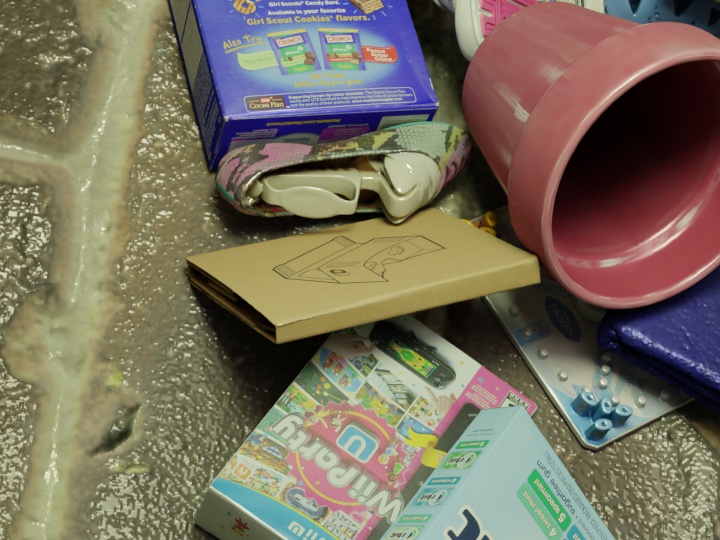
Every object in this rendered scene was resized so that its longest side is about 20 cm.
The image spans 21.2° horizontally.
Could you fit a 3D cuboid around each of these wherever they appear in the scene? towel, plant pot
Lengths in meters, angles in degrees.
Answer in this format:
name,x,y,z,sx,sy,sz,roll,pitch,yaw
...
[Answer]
name,x,y,z,sx,sy,sz,roll,pitch,yaw
towel,0.273,0.014,1.435,0.148,0.050,0.200,28,55,8
plant pot,0.170,-0.100,1.376,0.200,0.200,0.179,-13,34,-23

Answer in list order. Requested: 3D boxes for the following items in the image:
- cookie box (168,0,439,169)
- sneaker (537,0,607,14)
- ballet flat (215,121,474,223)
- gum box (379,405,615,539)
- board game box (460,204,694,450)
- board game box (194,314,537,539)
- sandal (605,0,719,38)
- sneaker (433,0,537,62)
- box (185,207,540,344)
name,x,y,z,sx,sy,sz,roll,pitch,yaw
cookie box,-0.050,-0.183,1.465,0.171,0.075,0.200,-5,62,-20
sneaker,0.146,-0.187,1.501,0.085,0.077,0.200,-13,89,-8
ballet flat,-0.005,-0.064,1.406,0.200,0.069,0.071,-6,34,-16
gum box,0.083,0.216,1.238,0.170,0.045,0.200,54,54,-20
board game box,0.196,0.012,1.452,0.200,0.026,0.200,-23,69,-27
board game box,0.007,0.131,1.302,0.148,0.064,0.200,35,57,6
sandal,0.226,-0.225,1.587,0.200,0.079,0.087,26,93,-9
sneaker,0.074,-0.234,1.480,0.081,0.088,0.200,32,43,-46
box,0.000,0.000,1.340,0.200,0.021,0.163,-12,19,-23
